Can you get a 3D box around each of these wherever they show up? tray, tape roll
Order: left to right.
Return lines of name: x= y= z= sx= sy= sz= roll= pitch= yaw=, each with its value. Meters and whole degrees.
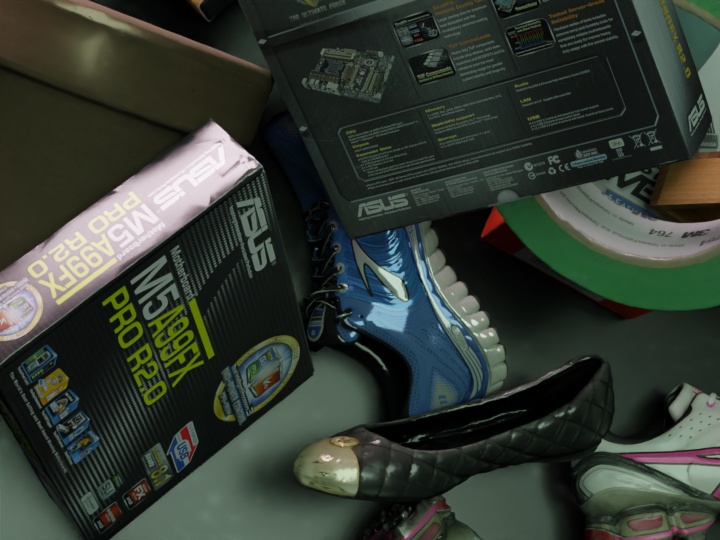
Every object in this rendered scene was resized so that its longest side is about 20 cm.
tape roll: x=0.152 y=-0.079 z=0.842 sx=0.201 sy=0.200 sz=0.048 roll=51 pitch=39 yaw=-2
tray: x=0.271 y=-0.012 z=0.950 sx=0.199 sy=0.098 sz=0.037 roll=28 pitch=74 yaw=-33

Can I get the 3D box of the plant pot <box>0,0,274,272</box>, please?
plant pot: x=-0.166 y=-0.056 z=0.851 sx=0.199 sy=0.200 sz=0.176 roll=21 pitch=95 yaw=-10

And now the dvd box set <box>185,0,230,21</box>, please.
dvd box set: x=-0.102 y=-0.252 z=0.883 sx=0.200 sy=0.029 sz=0.146 roll=43 pitch=89 yaw=13

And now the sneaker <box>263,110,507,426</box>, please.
sneaker: x=0.000 y=0.000 z=0.927 sx=0.089 sy=0.079 sz=0.201 roll=-32 pitch=90 yaw=-19

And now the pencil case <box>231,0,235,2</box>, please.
pencil case: x=-0.041 y=-0.248 z=0.950 sx=0.200 sy=0.085 sz=0.093 roll=-48 pitch=138 yaw=-17

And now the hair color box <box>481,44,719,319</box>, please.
hair color box: x=0.166 y=-0.087 z=0.991 sx=0.110 sy=0.064 sz=0.201 roll=27 pitch=74 yaw=-8

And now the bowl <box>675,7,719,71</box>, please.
bowl: x=0.116 y=-0.194 z=0.933 sx=0.199 sy=0.105 sz=0.203 roll=-4 pitch=68 yaw=10

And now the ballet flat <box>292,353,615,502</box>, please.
ballet flat: x=0.052 y=0.085 z=0.895 sx=0.198 sy=0.066 sz=0.057 roll=-10 pitch=114 yaw=-28

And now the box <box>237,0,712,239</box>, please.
box: x=0.052 y=-0.111 z=0.805 sx=0.159 sy=0.199 sz=0.048 roll=65 pitch=33 yaw=-19

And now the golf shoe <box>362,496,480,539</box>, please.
golf shoe: x=-0.001 y=0.215 z=0.886 sx=0.200 sy=0.073 sz=0.092 roll=-43 pitch=94 yaw=-17

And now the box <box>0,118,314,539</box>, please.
box: x=-0.107 y=0.039 z=0.834 sx=0.160 sy=0.201 sz=0.044 roll=-37 pitch=61 yaw=-17

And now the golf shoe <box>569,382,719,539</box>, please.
golf shoe: x=0.220 y=0.108 z=0.968 sx=0.198 sy=0.073 sz=0.093 roll=-9 pitch=82 yaw=-15
